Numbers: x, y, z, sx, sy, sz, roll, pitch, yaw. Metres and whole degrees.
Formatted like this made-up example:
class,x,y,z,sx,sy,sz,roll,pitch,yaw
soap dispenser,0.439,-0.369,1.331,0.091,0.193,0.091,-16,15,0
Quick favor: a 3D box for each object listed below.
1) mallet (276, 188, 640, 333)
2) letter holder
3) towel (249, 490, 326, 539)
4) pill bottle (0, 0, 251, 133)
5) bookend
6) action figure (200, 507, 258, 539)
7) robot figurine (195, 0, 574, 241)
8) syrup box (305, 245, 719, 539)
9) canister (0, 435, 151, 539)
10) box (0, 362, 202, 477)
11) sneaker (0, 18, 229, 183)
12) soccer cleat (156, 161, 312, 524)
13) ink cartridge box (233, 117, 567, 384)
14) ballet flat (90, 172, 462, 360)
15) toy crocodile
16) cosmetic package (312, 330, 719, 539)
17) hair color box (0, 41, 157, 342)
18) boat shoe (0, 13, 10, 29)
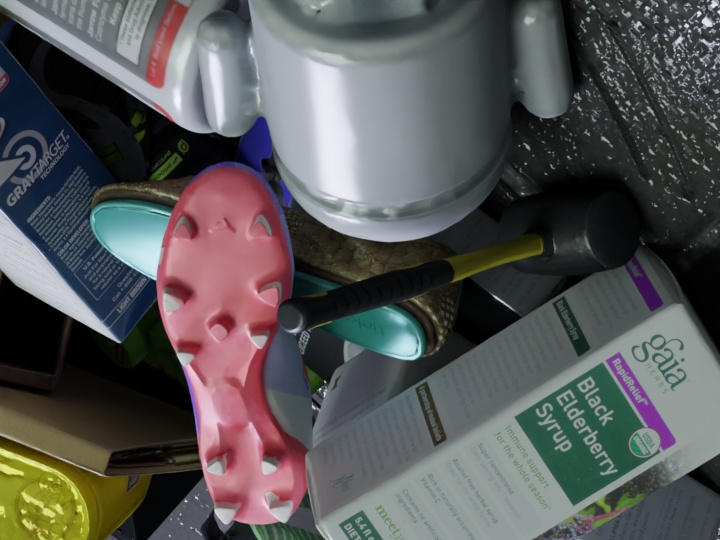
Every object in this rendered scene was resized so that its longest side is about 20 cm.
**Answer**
class,x,y,z,sx,sy,sz,roll,pitch,yaw
mallet,0.050,-0.002,1.112,0.066,0.200,0.041,-6,99,42
letter holder,-0.226,-0.028,1.456,0.100,0.142,0.200,14,-172,-19
towel,0.002,0.141,1.354,0.152,0.023,0.200,17,-163,-24
pill bottle,-0.126,-0.162,1.183,0.200,0.114,0.114,33,150,18
bookend,-0.198,0.132,1.684,0.199,0.092,0.200,30,150,21
action figure,-0.062,0.205,1.394,0.200,0.193,0.105,48,166,25
robot figurine,0.011,-0.092,1.106,0.169,0.113,0.200,0,139,5
syrup box,0.079,0.081,1.163,0.079,0.200,0.081,56,-173,-21
canister,-0.209,0.121,1.452,0.148,0.087,0.200,18,-171,5
box,-0.189,0.074,1.421,0.200,0.021,0.163,20,-172,23
sneaker,-0.117,-0.080,1.294,0.083,0.071,0.200,33,169,45
soccer cleat,-0.056,0.031,1.188,0.067,0.076,0.200,-2,119,8
ink cartridge box,0.000,0.000,1.317,0.200,0.043,0.198,39,151,10
ballet flat,-0.038,-0.012,1.229,0.200,0.065,0.071,21,142,17
toy crocodile,-0.097,0.044,1.463,0.200,0.068,0.062,22,145,42
cosmetic package,0.079,0.112,1.278,0.200,0.074,0.102,30,149,-15
hair color box,-0.184,-0.054,1.264,0.100,0.061,0.200,25,161,42
boat shoe,-0.244,-0.145,1.397,0.075,0.068,0.200,53,150,-17
